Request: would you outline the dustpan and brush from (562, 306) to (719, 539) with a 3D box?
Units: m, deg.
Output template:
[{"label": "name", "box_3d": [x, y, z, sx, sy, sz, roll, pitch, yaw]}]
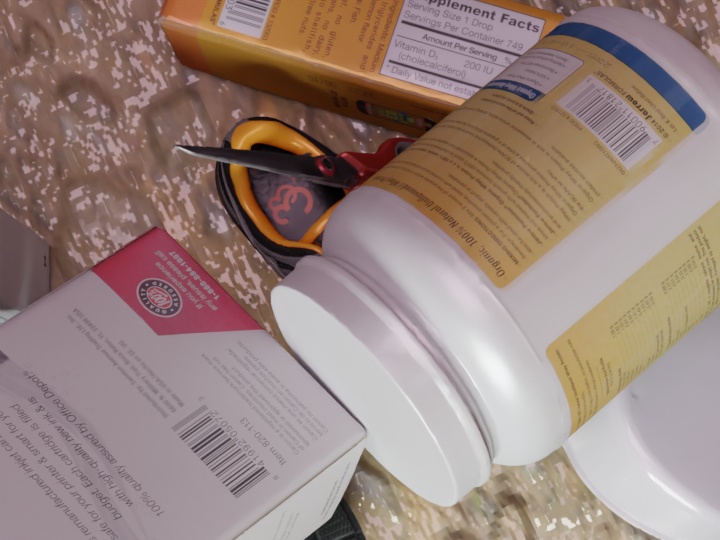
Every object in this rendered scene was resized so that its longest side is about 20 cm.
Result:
[{"label": "dustpan and brush", "box_3d": [0.123, 0.066, 1.065, 0.199, 0.057, 0.140, 6, 69, -19]}]

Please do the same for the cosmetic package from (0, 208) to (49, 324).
[{"label": "cosmetic package", "box_3d": [-0.242, -0.005, 1.061, 0.150, 0.200, 0.052, -5, 80, 6]}]

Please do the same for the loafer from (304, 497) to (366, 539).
[{"label": "loafer", "box_3d": [-0.080, 0.101, 1.104, 0.200, 0.063, 0.072, 39, 55, 8]}]

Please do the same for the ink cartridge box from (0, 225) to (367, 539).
[{"label": "ink cartridge box", "box_3d": [-0.121, 0.094, 0.993, 0.200, 0.083, 0.147, -35, 70, -33]}]

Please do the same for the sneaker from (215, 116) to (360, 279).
[{"label": "sneaker", "box_3d": [0.000, 0.000, 1.096, 0.200, 0.077, 0.078, 41, 84, 10]}]

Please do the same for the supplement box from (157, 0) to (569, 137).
[{"label": "supplement box", "box_3d": [0.005, -0.113, 1.122, 0.199, 0.067, 0.069, 19, 78, 9]}]

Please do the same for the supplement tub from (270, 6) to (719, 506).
[{"label": "supplement tub", "box_3d": [0.074, -0.006, 0.995, 0.200, 0.145, 0.145, -39, 77, -15]}]

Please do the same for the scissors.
[{"label": "scissors", "box_3d": [-0.012, -0.050, 1.063, 0.014, 0.199, 0.073, -43, 43, 35]}]
